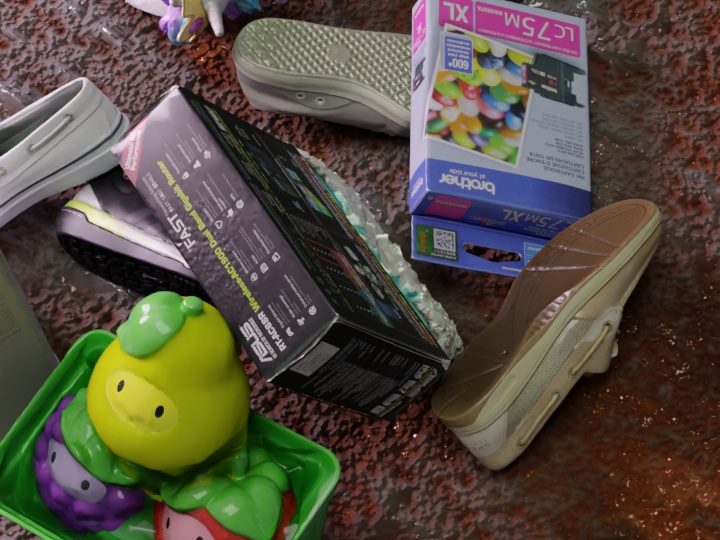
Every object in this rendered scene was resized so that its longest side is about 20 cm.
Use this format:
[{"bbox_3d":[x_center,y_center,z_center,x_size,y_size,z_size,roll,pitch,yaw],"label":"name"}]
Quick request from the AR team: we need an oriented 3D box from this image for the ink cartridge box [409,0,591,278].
[{"bbox_3d":[0.093,-0.091,1.485,0.119,0.042,0.200,11,61,-15],"label":"ink cartridge box"}]

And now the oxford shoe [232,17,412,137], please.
[{"bbox_3d":[0.008,-0.125,1.538,0.200,0.058,0.075,12,53,-1],"label":"oxford shoe"}]

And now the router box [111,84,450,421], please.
[{"bbox_3d":[-0.048,-0.009,1.364,0.062,0.150,0.200,-43,61,14],"label":"router box"}]

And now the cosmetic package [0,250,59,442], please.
[{"bbox_3d":[-0.253,0.027,1.407,0.085,0.200,0.108,-27,57,-8],"label":"cosmetic package"}]

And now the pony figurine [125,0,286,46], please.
[{"bbox_3d":[-0.103,-0.249,1.558,0.200,0.167,0.193,-41,54,-21],"label":"pony figurine"}]

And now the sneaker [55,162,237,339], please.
[{"bbox_3d":[-0.114,-0.023,1.487,0.200,0.072,0.083,24,66,21],"label":"sneaker"}]

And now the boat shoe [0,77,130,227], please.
[{"bbox_3d":[-0.255,-0.072,1.521,0.200,0.067,0.074,-29,35,4],"label":"boat shoe"}]

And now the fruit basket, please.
[{"bbox_3d":[-0.120,0.111,1.335,0.215,0.216,0.156,26,69,22],"label":"fruit basket"}]

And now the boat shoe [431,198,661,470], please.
[{"bbox_3d":[0.129,0.039,1.418,0.200,0.065,0.072,-49,28,-17],"label":"boat shoe"}]

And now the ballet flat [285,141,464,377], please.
[{"bbox_3d":[0.000,0.000,1.463,0.072,0.072,0.200,-32,62,-9],"label":"ballet flat"}]

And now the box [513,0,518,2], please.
[{"bbox_3d":[0.098,-0.308,1.630,0.161,0.049,0.200,25,67,24],"label":"box"}]
